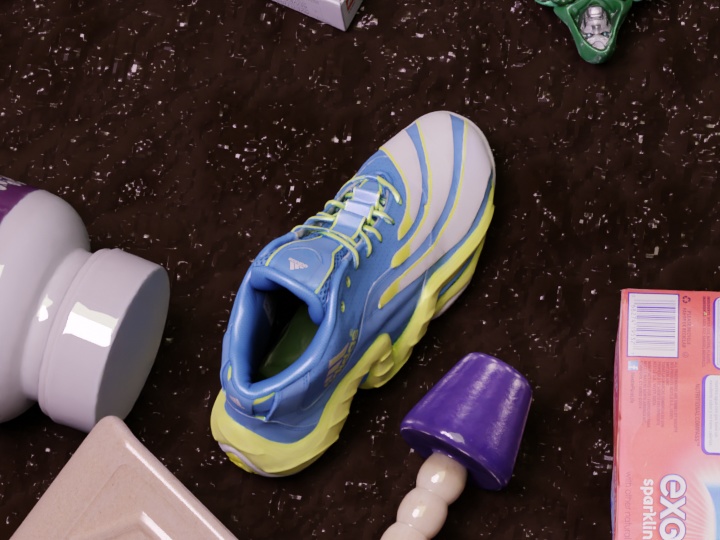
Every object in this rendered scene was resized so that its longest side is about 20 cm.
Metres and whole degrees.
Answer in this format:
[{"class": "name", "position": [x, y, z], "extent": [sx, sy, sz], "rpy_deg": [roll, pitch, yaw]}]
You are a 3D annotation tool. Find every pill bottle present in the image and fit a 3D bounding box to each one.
[{"class": "pill bottle", "position": [-0.193, 0.004, 1.253], "extent": [0.199, 0.112, 0.113], "rpy_deg": [19, 71, 10]}]

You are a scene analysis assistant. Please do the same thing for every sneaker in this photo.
[{"class": "sneaker", "position": [0.000, 0.000, 1.246], "extent": [0.076, 0.105, 0.200], "rpy_deg": [27, 73, 13]}]

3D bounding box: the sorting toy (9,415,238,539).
[{"class": "sorting toy", "position": [-0.093, 0.192, 1.181], "extent": [0.200, 0.036, 0.185], "rpy_deg": [45, 109, 21]}]

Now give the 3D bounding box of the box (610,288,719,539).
[{"class": "box", "position": [0.160, 0.117, 1.195], "extent": [0.102, 0.095, 0.201], "rpy_deg": [1, 69, 4]}]

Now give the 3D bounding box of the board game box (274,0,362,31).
[{"class": "board game box", "position": [-0.020, -0.231, 1.374], "extent": [0.126, 0.035, 0.200], "rpy_deg": [24, 72, 13]}]

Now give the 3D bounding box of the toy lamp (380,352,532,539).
[{"class": "toy lamp", "position": [0.015, 0.128, 1.221], "extent": [0.058, 0.058, 0.200], "rpy_deg": [27, 72, 14]}]

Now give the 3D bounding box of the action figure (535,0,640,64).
[{"class": "action figure", "position": [0.105, -0.200, 1.319], "extent": [0.118, 0.055, 0.201], "rpy_deg": [-7, 93, 6]}]
